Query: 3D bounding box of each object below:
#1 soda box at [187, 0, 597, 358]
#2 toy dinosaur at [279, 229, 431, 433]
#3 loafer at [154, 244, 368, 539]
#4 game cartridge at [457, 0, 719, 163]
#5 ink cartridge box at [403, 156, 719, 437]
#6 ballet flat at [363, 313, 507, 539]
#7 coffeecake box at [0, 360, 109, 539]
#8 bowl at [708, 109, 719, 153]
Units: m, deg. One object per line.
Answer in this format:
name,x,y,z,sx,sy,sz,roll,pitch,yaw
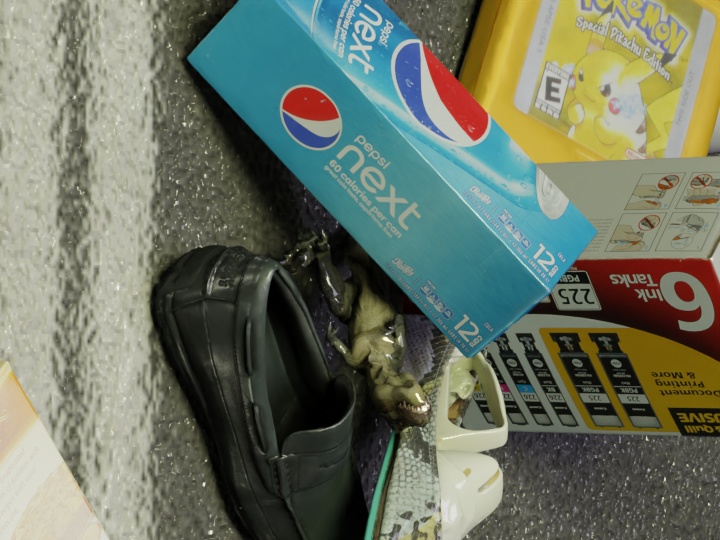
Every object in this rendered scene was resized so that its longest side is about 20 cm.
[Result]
soda box,0.016,-0.060,1.138,0.200,0.068,0.064,46,41,-3
toy dinosaur,0.000,0.000,1.183,0.201,0.047,0.088,-93,156,-54
loafer,-0.034,0.075,1.148,0.068,0.070,0.201,-53,131,-41
game cartridge,0.146,-0.136,1.378,0.176,0.032,0.201,26,76,-32
ink cartridge box,0.139,0.032,1.281,0.084,0.199,0.176,-59,134,-37
ballet flat,0.040,0.091,1.195,0.201,0.072,0.072,-82,151,-52
coffeecake box,-0.164,0.160,0.960,0.154,0.073,0.201,-54,131,-40
bowl,0.231,-0.176,1.525,0.200,0.074,0.201,-2,92,-56
